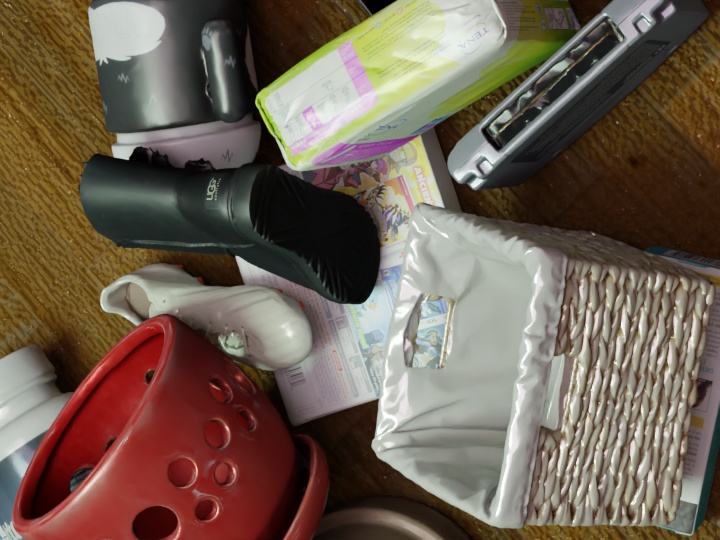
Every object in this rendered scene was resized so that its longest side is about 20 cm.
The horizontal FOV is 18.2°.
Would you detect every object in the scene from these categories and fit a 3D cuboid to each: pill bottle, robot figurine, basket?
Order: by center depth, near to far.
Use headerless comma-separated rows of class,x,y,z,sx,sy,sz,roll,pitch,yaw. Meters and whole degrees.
basket,0.130,0.068,1.608,0.160,0.200,0.199,5,99,-26
robot figurine,-0.142,-0.159,1.746,0.124,0.150,0.201,-7,98,9
pill bottle,-0.247,0.168,1.829,0.119,0.120,0.200,-36,83,20

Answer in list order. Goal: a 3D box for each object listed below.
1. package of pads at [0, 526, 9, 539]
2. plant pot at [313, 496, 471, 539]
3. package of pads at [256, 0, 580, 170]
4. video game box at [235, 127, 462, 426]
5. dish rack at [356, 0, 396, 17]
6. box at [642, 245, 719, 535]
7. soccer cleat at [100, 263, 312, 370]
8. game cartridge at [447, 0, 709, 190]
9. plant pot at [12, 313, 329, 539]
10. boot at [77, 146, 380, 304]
package of pads,-0.327,0.273,1.861,0.154,0.068,0.200,-31,83,-23
plant pot,-0.005,0.288,1.724,0.199,0.175,0.201,2,97,19
package of pads,0.040,-0.146,1.600,0.200,0.154,0.068,-31,82,25
video game box,0.000,0.000,1.757,0.182,0.047,0.201,-18,90,24
dish rack,0.094,-0.244,1.682,0.200,0.055,0.154,-43,82,26
box,0.233,0.089,1.678,0.082,0.049,0.201,14,101,19
soccer cleat,-0.120,0.040,1.754,0.200,0.077,0.070,16,115,43
game cartridge,0.160,-0.134,1.634,0.200,0.133,0.042,-42,82,20
plant pot,-0.134,0.160,1.701,0.182,0.201,0.201,35,110,-19
boot,-0.098,-0.036,1.685,0.168,0.200,0.077,7,76,34
